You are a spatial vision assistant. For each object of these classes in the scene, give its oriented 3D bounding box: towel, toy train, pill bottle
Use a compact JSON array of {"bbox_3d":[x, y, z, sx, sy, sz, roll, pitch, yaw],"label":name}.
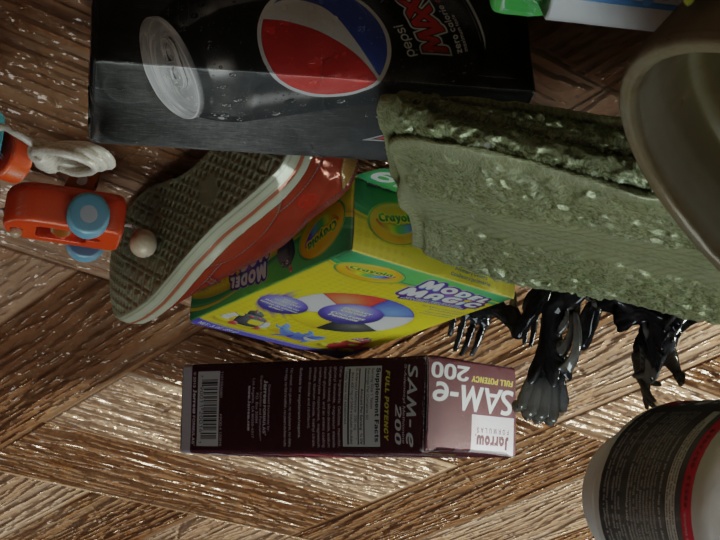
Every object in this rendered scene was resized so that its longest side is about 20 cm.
[{"bbox_3d":[0.107,-0.023,0.693,0.197,0.037,0.149,12,159,18],"label":"towel"},{"bbox_3d":[-0.170,-0.058,0.758,0.148,0.056,0.200,8,166,-6],"label":"toy train"},{"bbox_3d":[0.189,0.124,0.820,0.109,0.112,0.200,3,174,-13],"label":"pill bottle"}]

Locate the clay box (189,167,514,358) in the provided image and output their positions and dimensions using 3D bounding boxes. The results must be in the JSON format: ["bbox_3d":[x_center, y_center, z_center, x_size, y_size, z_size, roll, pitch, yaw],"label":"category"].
[{"bbox_3d":[0.000,0.000,0.880,0.114,0.048,0.199,15,158,-32],"label":"clay box"}]

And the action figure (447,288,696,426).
[{"bbox_3d":[0.135,0.034,0.867,0.117,0.104,0.199,2,-178,-24],"label":"action figure"}]

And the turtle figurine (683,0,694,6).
[{"bbox_3d":[0.057,-0.155,0.472,0.201,0.161,0.064,-54,176,14],"label":"turtle figurine"}]

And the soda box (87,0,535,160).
[{"bbox_3d":[-0.024,-0.096,0.708,0.197,0.064,0.071,2,153,-11],"label":"soda box"}]

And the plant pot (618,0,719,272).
[{"bbox_3d":[0.216,-0.066,0.518,0.199,0.174,0.200,40,168,10],"label":"plant pot"}]

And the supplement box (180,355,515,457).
[{"bbox_3d":[-0.010,0.091,1.000,0.198,0.062,0.108,-4,171,36],"label":"supplement box"}]

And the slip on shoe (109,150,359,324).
[{"bbox_3d":[-0.075,-0.024,0.837,0.061,0.075,0.199,16,142,-38],"label":"slip on shoe"}]

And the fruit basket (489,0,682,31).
[{"bbox_3d":[0.114,-0.172,0.545,0.183,0.095,0.201,5,147,-10],"label":"fruit basket"}]
